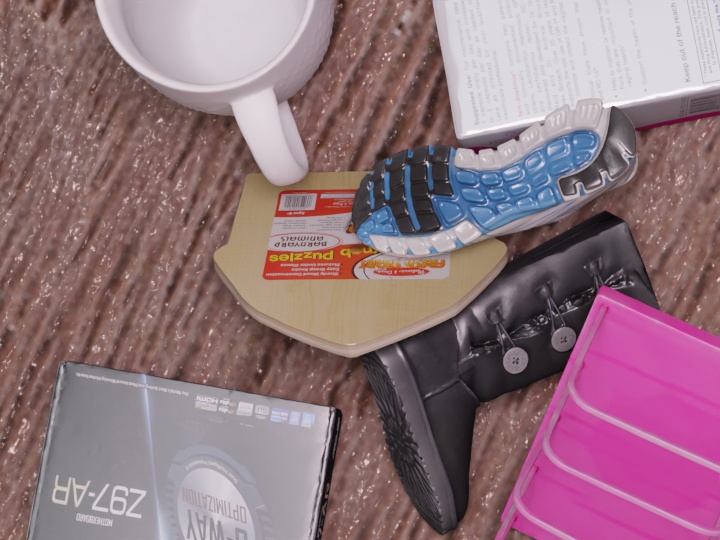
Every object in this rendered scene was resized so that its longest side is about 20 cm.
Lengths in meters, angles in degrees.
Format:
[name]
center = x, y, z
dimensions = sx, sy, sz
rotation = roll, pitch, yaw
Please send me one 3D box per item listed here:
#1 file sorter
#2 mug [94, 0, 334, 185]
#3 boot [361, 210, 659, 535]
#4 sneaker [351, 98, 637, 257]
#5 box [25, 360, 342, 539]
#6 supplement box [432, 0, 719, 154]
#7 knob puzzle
[file sorter]
center = 0.168, 0.145, 1.381
dimensions = 0.138, 0.126, 0.201
rotation = 24, 125, 7
[mug]
center = -0.080, -0.152, 1.465
dimensions = 0.147, 0.175, 0.201
rotation = -21, 83, 4
[boot]
center = 0.111, 0.070, 1.472
dimensions = 0.199, 0.066, 0.166
rotation = -28, 125, -17
[sneaker]
center = 0.093, -0.049, 1.440
dimensions = 0.198, 0.087, 0.076
rotation = -14, 74, 15
[box]
center = -0.123, 0.157, 1.503
dimensions = 0.198, 0.044, 0.162
rotation = 10, 85, 7
[supplement box]
center = 0.156, -0.145, 1.475
dimensions = 0.198, 0.101, 0.104
rotation = -12, 82, 5
[knob puzzle]
center = 0.000, 0.000, 1.455
dimensions = 0.218, 0.220, 0.031
rotation = 0, 125, 6
